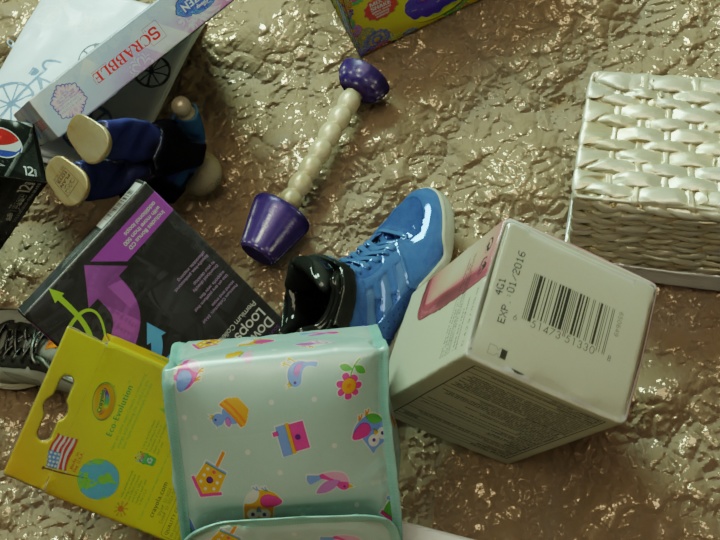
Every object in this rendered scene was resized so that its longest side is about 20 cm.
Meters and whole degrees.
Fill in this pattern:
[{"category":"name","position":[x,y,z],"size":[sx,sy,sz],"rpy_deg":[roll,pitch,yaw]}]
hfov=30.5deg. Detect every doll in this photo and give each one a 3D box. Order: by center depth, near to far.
[{"category":"doll","position":[-0.185,-0.087,1.129],"size":[0.048,0.199,0.137],"rpy_deg":[37,107,20]}]

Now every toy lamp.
[{"category":"toy lamp","position":[-0.043,-0.096,1.183],"size":[0.058,0.058,0.201],"rpy_deg":[24,70,20]}]

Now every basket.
[{"category":"basket","position":[0.267,-0.072,1.070],"size":[0.197,0.124,0.137],"rpy_deg":[6,66,15]}]

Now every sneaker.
[{"category":"sneaker","position":[0.001,0.000,1.091],"size":[0.076,0.111,0.202],"rpy_deg":[8,66,52]},{"category":"sneaker","position":[-0.271,0.068,1.141],"size":[0.198,0.079,0.075],"rpy_deg":[11,70,17]}]

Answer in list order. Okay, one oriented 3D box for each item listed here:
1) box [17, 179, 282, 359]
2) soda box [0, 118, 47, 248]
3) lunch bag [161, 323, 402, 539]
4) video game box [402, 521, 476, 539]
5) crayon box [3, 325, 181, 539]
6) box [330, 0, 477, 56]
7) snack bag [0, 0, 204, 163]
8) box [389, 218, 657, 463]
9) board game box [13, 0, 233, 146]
[{"category":"box","position":[-0.156,0.047,1.078],"size":[0.143,0.200,0.036],"rpy_deg":[-49,23,-10]},{"category":"soda box","position":[-0.346,-0.050,1.150],"size":[0.200,0.070,0.064],"rpy_deg":[-44,53,40]},{"category":"lunch bag","position":[-0.054,0.151,0.967],"size":[0.168,0.122,0.203],"rpy_deg":[-4,96,-4]},{"category":"video game box","position":[0.021,0.284,1.002],"size":[0.198,0.047,0.184],"rpy_deg":[11,66,16]},{"category":"crayon box","position":[-0.162,0.134,1.033],"size":[0.198,0.051,0.128],"rpy_deg":[25,89,-14]},{"category":"box","position":[0.041,-0.345,1.241],"size":[0.198,0.122,0.194],"rpy_deg":[-25,63,-1]},{"category":"snack bag","position":[-0.268,-0.190,1.290],"size":[0.186,0.021,0.202],"rpy_deg":[15,67,17]},{"category":"box","position":[0.110,0.060,0.982],"size":[0.127,0.200,0.110],"rpy_deg":[23,69,-11]},{"category":"board game box","position":[-0.211,-0.188,1.168],"size":[0.199,0.200,0.041],"rpy_deg":[-41,104,-12]}]
